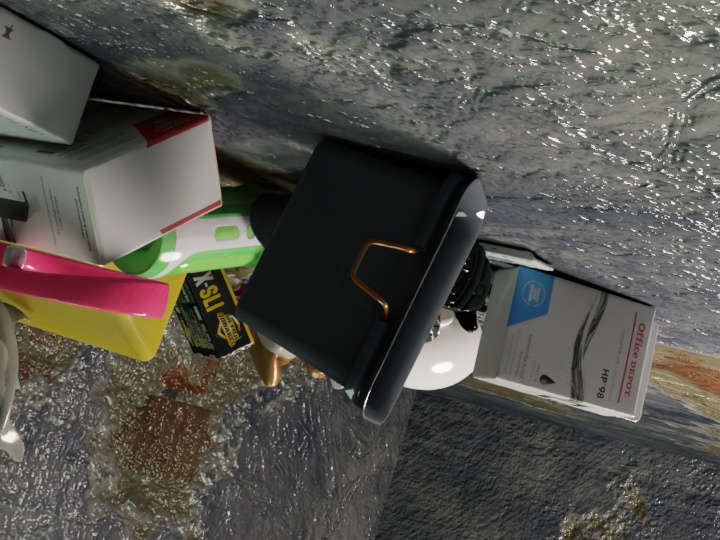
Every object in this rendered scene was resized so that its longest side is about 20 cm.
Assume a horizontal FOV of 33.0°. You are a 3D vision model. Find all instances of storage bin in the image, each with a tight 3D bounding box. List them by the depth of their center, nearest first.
[{"bbox_3d":[-0.005,-0.002,0.957,0.133,0.202,0.146,24,174,14],"label":"storage bin"}]

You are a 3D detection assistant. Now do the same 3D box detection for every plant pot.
[{"bbox_3d":[-0.284,-0.052,1.239,0.197,0.202,0.177,16,160,9],"label":"plant pot"}]

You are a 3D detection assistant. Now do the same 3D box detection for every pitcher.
[{"bbox_3d":[0.071,0.088,1.612,0.197,0.123,0.172,-2,152,-27],"label":"pitcher"}]

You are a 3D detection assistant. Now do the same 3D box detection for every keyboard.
[{"bbox_3d":[0.094,-0.024,1.216,0.198,0.011,0.056,13,171,33],"label":"keyboard"}]

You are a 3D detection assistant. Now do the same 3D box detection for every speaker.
[{"bbox_3d":[-0.154,-0.040,1.180,0.087,0.090,0.199,12,-169,30],"label":"speaker"}]

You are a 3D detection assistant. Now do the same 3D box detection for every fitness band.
[{"bbox_3d":[-0.237,0.007,1.017,0.142,0.038,0.200,12,179,-24],"label":"fitness band"}]

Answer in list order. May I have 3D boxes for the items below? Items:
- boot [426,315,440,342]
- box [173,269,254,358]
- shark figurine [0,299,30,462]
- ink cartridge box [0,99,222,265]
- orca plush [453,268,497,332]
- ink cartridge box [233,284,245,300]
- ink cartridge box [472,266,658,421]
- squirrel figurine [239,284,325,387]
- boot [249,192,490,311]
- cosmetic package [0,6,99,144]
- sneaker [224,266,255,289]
[{"bbox_3d":[0.000,0.000,1.252,0.197,0.131,0.068,11,131,14],"label":"boot"},{"bbox_3d":[-0.200,0.003,1.434,0.049,0.202,0.159,-24,-174,-17],"label":"box"},{"bbox_3d":[-0.359,0.072,1.210,0.127,0.216,0.089,-32,166,20],"label":"shark figurine"},{"bbox_3d":[-0.239,-0.082,1.027,0.198,0.085,0.144,13,-150,35],"label":"ink cartridge box"},{"bbox_3d":[0.135,0.037,1.322,0.197,0.072,0.105,17,172,0],"label":"orca plush"},{"bbox_3d":[-0.088,0.013,1.545,0.198,0.058,0.162,5,-179,-34],"label":"ink cartridge box"},{"bbox_3d":[0.225,0.078,1.241,0.197,0.117,0.067,16,171,-15],"label":"ink cartridge box"},{"bbox_3d":[-0.071,0.052,1.741,0.185,0.142,0.201,-8,-129,-38],"label":"squirrel figurine"},{"bbox_3d":[0.007,-0.024,1.152,0.199,0.077,0.168,27,166,-25],"label":"boot"},{"bbox_3d":[-0.312,-0.156,0.959,0.198,0.072,0.101,10,169,40],"label":"cosmetic package"},{"bbox_3d":[-0.139,-0.034,1.423,0.199,0.075,0.089,-25,99,51],"label":"sneaker"}]
